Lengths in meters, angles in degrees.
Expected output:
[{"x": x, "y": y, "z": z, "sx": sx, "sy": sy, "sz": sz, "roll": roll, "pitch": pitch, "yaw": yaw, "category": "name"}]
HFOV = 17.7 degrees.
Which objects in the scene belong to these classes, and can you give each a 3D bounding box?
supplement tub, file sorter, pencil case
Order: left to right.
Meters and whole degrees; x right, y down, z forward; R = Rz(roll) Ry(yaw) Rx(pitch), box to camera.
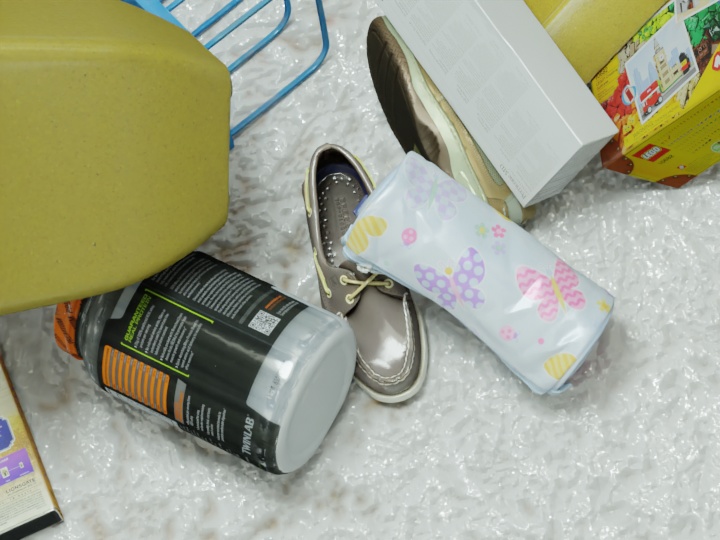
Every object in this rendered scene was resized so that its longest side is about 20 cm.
[{"x": -0.134, "y": -0.220, "z": 1.788, "sx": 0.123, "sy": 0.139, "sz": 0.200, "roll": -39, "pitch": 66, "yaw": -15, "category": "file sorter"}, {"x": -0.113, "y": 0.054, "z": 1.663, "sx": 0.199, "sy": 0.123, "sz": 0.123, "roll": 25, "pitch": 71, "yaw": 18, "category": "supplement tub"}, {"x": 0.084, "y": 0.003, "z": 1.648, "sx": 0.199, "sy": 0.083, "sz": 0.091, "roll": 34, "pitch": 67, "yaw": 0, "category": "pencil case"}]

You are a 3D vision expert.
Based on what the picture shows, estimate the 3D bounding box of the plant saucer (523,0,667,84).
[{"x": 0.141, "y": -0.245, "z": 1.731, "sx": 0.048, "sy": 0.200, "sz": 0.201, "roll": 3, "pitch": 55, "yaw": -38, "category": "plant saucer"}]

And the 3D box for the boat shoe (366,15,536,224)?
[{"x": 0.071, "y": -0.112, "z": 1.751, "sx": 0.076, "sy": 0.072, "sz": 0.201, "roll": -19, "pitch": 70, "yaw": -17, "category": "boat shoe"}]

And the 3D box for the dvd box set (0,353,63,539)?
[{"x": -0.320, "y": 0.125, "z": 1.711, "sx": 0.146, "sy": 0.029, "sz": 0.201, "roll": -25, "pitch": 65, "yaw": -3, "category": "dvd box set"}]

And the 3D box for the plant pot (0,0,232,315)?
[{"x": -0.198, "y": -0.094, "z": 1.610, "sx": 0.199, "sy": 0.196, "sz": 0.195, "roll": -5, "pitch": 21, "yaw": -20, "category": "plant pot"}]

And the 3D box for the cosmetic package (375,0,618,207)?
[{"x": 0.099, "y": -0.153, "z": 1.702, "sx": 0.050, "sy": 0.083, "sz": 0.201, "roll": -22, "pitch": 72, "yaw": -45, "category": "cosmetic package"}]

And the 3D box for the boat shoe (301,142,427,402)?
[{"x": 0.000, "y": 0.000, "z": 1.705, "sx": 0.071, "sy": 0.060, "sz": 0.201, "roll": -15, "pitch": 64, "yaw": 1, "category": "boat shoe"}]

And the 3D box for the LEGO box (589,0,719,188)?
[{"x": 0.256, "y": -0.173, "z": 1.673, "sx": 0.077, "sy": 0.200, "sz": 0.150, "roll": 12, "pitch": 59, "yaw": -31, "category": "LEGO box"}]
